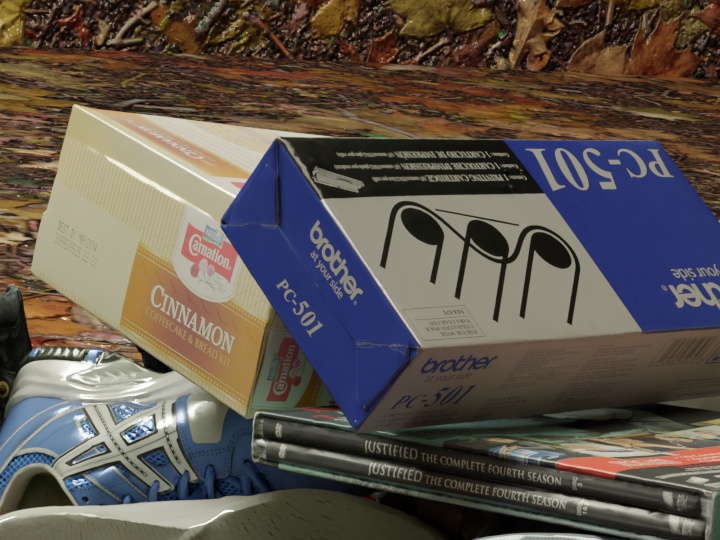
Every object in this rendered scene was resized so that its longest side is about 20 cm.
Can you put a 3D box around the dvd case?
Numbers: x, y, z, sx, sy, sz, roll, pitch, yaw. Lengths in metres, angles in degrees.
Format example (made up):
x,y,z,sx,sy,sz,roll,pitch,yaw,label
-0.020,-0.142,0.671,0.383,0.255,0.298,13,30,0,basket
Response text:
x,y,z,sx,sy,sz,roll,pitch,yaw,label
0.083,0.062,0.891,0.146,0.022,0.200,-2,7,-45,dvd case

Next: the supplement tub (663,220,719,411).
x,y,z,sx,sy,sz,roll,pitch,yaw,label
0.183,0.059,1.178,0.199,0.145,0.144,13,4,-36,supplement tub

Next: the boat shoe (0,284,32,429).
x,y,z,sx,sy,sz,roll,pitch,yaw,label
-0.171,0.047,1.220,0.070,0.091,0.200,8,2,3,boat shoe

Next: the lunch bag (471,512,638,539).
x,y,z,sx,sy,sz,roll,pitch,yaw,label
0.105,0.139,0.820,0.169,0.128,0.200,6,15,20,lunch bag

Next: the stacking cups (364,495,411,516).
x,y,z,sx,sy,sz,roll,pitch,yaw,label
-0.051,0.102,1.157,0.200,0.061,0.060,21,17,38,stacking cups

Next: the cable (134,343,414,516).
x,y,z,sx,sy,sz,roll,pitch,yaw,label
-0.009,0.061,1.183,0.163,0.051,0.200,18,-17,22,cable

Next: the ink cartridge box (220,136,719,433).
x,y,z,sx,sy,sz,roll,pitch,yaw,label
0.055,0.001,0.929,0.200,0.044,0.094,-3,49,-46,ink cartridge box

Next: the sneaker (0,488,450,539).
x,y,z,sx,sy,sz,roll,pitch,yaw,label
-0.048,0.116,1.028,0.199,0.076,0.088,6,-2,3,sneaker

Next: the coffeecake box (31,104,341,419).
x,y,z,sx,sy,sz,roll,pitch,yaw,label
0.000,0.000,1.044,0.199,0.073,0.153,5,17,-40,coffeecake box

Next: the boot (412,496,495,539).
x,y,z,sx,sy,sz,roll,pitch,yaw,label
0.127,0.136,1.035,0.199,0.064,0.186,24,-7,21,boot

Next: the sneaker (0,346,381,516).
x,y,z,sx,sy,sz,roll,pitch,yaw,label
-0.070,0.081,1.095,0.199,0.077,0.076,-1,-36,38,sneaker
